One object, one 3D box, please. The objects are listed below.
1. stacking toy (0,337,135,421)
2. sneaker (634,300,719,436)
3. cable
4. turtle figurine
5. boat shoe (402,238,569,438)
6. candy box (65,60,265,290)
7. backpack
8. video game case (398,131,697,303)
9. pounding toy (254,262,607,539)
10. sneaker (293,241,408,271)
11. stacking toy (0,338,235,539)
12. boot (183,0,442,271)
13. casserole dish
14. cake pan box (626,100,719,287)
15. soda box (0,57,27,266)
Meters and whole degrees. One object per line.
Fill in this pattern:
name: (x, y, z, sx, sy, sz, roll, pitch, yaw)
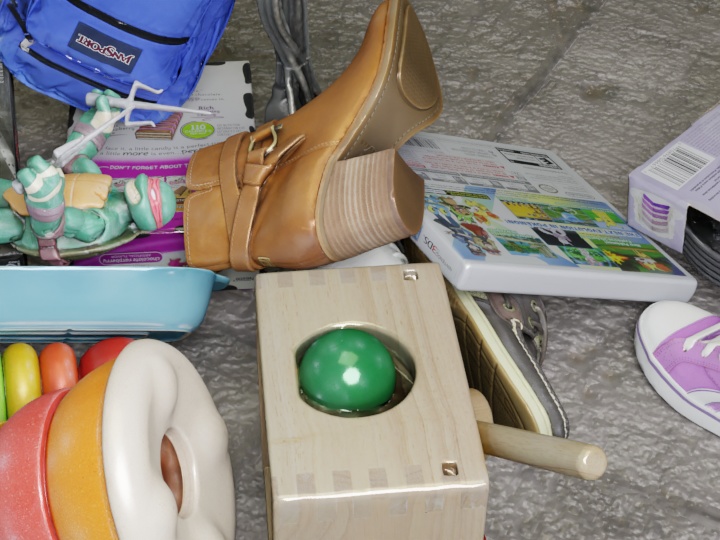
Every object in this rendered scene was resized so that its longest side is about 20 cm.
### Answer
stacking toy: (-0.218, 0.072, 0.832, 0.199, 0.086, 0.085, -6, 42, -16)
sneaker: (0.247, 0.054, 0.830, 0.073, 0.115, 0.200, -26, 47, -25)
cable: (-0.035, -0.128, 0.966, 0.050, 0.201, 0.097, 21, 37, 22)
turtle figurine: (-0.187, -0.049, 0.843, 0.199, 0.101, 0.150, -8, 17, -1)
boat shoe: (0.087, 0.034, 0.878, 0.065, 0.073, 0.200, -17, 44, -13)
candy box: (-0.140, -0.069, 0.998, 0.136, 0.061, 0.200, -3, 42, -5)
backpack: (-0.162, -0.198, 0.936, 0.162, 0.200, 0.168, 26, 37, -13)
video game case: (0.100, -0.039, 0.935, 0.199, 0.022, 0.182, 4, 31, -35)
pounding toy: (0.022, 0.098, 0.708, 0.142, 0.200, 0.184, -3, 42, -6)
sneaker: (0.000, 0.000, 0.922, 0.088, 0.074, 0.200, 8, 49, 1)
stacking toy: (-0.178, 0.125, 0.758, 0.199, 0.146, 0.146, -13, 40, 14)
boot: (-0.031, -0.085, 0.891, 0.155, 0.077, 0.201, -11, 57, 26)
casserole dish: (-0.180, 0.023, 0.860, 0.199, 0.121, 0.039, 0, 83, -14)
cake pan box: (0.306, -0.054, 0.938, 0.200, 0.052, 0.184, -36, 49, -28)
soda box: (-0.265, -0.075, 0.952, 0.063, 0.071, 0.201, -6, 60, -12)
